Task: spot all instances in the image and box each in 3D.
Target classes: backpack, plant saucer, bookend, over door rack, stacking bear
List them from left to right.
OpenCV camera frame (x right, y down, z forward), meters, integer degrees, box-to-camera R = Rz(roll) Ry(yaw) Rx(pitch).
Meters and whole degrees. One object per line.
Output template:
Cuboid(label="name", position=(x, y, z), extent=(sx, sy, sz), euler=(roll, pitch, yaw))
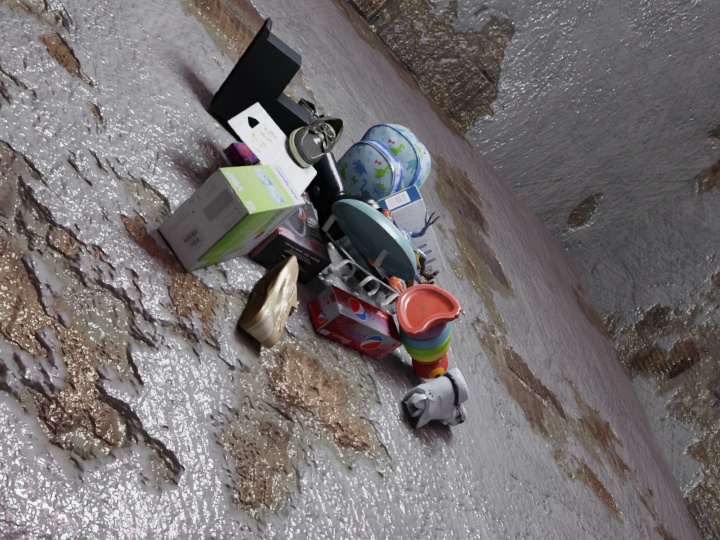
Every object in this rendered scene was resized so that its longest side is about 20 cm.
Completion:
Cuboid(label="bookend", position=(-0.166, -0.358, 1.585), extent=(0.197, 0.201, 0.093), euler=(33, 22, -19))
Cuboid(label="over door rack", position=(0.000, 0.000, 1.493), extent=(0.147, 0.067, 0.201), euler=(34, -17, 28))
Cuboid(label="plant saucer", position=(0.030, -0.060, 1.428), extent=(0.199, 0.027, 0.201), euler=(40, -15, 12))
Cuboid(label="backpack", position=(0.047, -0.215, 1.722), extent=(0.183, 0.201, 0.146), euler=(46, 21, 16))
Cuboid(label="stacking bear", position=(0.132, 0.136, 1.547), extent=(0.114, 0.119, 0.202), euler=(-124, -163, -45))

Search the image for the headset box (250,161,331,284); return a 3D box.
Cuboid(label="headset box", position=(-0.141, -0.077, 1.426), extent=(0.148, 0.075, 0.202), euler=(30, 31, -46))

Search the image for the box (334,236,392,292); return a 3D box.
Cuboid(label="box", position=(0.005, -0.053, 1.730), extent=(0.202, 0.046, 0.159), euler=(55, 22, 2))

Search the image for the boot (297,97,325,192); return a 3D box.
Cuboid(label="boot", position=(-0.106, -0.261, 1.700), extent=(0.201, 0.130, 0.068), euler=(54, 22, 2))

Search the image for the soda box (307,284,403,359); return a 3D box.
Cuboid(label="soda box", position=(-0.007, 0.098, 1.454), extent=(0.199, 0.063, 0.071), euler=(30, 30, -47))

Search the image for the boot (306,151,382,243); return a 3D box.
Cuboid(label="boot", position=(-0.048, -0.161, 1.570), extent=(0.075, 0.199, 0.171), euler=(-16, 84, -34))

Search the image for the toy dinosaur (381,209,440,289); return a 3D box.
Cuboid(label="toy dinosaur", position=(0.084, -0.038, 1.608), extent=(0.182, 0.199, 0.105), euler=(47, 45, -7))

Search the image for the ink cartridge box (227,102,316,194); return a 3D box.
Cuboid(label="ink cartridge box", position=(-0.165, -0.205, 1.409), extent=(0.174, 0.043, 0.200), euler=(48, 20, -10))

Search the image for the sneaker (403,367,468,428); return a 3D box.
Cuboid(label="sneaker", position=(0.143, 0.260, 1.516), extent=(0.201, 0.113, 0.076), euler=(85, -17, -60))

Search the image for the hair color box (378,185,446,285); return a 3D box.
Cuboid(label="hair color box", position=(0.108, -0.072, 1.681), extent=(0.061, 0.098, 0.202), euler=(-108, 176, -52))

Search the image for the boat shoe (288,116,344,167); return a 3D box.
Cuboid(label="boat shoe", position=(-0.080, -0.258, 1.512), extent=(0.072, 0.065, 0.201), euler=(56, 24, -13))

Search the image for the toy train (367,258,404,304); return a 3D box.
Cuboid(label="toy train", position=(0.046, -0.010, 1.633), extent=(0.202, 0.055, 0.152), euler=(-108, 176, -51))

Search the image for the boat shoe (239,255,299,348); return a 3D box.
Cuboid(label="boat shoe", position=(-0.136, 0.049, 1.266), extent=(0.065, 0.071, 0.201), euler=(50, 32, -18))

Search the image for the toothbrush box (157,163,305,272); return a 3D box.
Cuboid(label="toothbrush box", position=(-0.196, -0.087, 1.232), extent=(0.087, 0.145, 0.200), euler=(53, 21, 3))

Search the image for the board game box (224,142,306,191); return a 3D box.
Cuboid(label="board game box", position=(-0.186, -0.202, 1.591), extent=(0.121, 0.032, 0.199), euler=(52, 21, 7))
